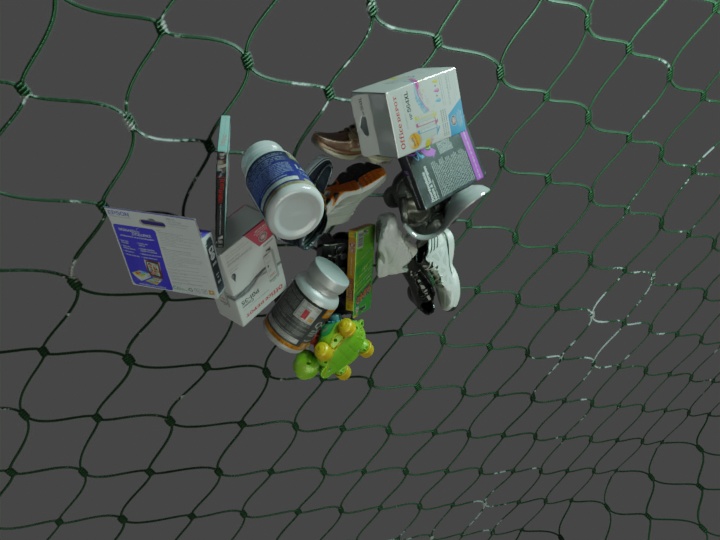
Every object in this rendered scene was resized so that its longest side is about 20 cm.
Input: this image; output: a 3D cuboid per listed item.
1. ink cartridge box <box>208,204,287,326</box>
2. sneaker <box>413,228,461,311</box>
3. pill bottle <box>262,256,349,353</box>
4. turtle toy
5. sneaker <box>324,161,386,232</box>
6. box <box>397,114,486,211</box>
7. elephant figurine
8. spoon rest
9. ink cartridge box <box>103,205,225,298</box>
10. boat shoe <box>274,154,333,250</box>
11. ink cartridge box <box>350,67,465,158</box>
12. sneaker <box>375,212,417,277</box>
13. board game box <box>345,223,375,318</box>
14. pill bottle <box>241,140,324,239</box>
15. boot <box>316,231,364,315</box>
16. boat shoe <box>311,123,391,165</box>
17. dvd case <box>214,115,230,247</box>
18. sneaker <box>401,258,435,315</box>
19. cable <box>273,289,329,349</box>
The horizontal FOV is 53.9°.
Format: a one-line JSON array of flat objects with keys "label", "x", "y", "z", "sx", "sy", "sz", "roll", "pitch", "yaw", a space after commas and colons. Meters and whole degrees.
[{"label": "ink cartridge box", "x": -0.241, "y": -0.009, "z": 1.470, "sx": 0.146, "sy": 0.082, "sz": 0.202, "roll": -43, "pitch": 141, "yaw": -32}, {"label": "sneaker", "x": 0.175, "y": 0.004, "z": 1.708, "sx": 0.114, "sy": 0.075, "sz": 0.205, "roll": -8, "pitch": 92, "yaw": -39}, {"label": "pill bottle", "x": -0.119, "y": 0.075, "z": 1.561, "sx": 0.115, "sy": 0.117, "sz": 0.201, "roll": 23, "pitch": 115, "yaw": -40}, {"label": "turtle toy", "x": -0.070, "y": 0.180, "z": 1.632, "sx": 0.200, "sy": 0.101, "sz": 0.146, "roll": -43, "pitch": 140, "yaw": -5}, {"label": "sneaker", "x": -0.028, "y": -0.156, "z": 1.529, "sx": 0.198, "sy": 0.076, "sz": 0.092, "roll": -29, "pitch": 142, "yaw": 3}, {"label": "box", "x": 0.173, "y": -0.232, "z": 1.515, "sx": 0.199, "sy": 0.036, "sz": 0.145, "roll": -30, "pitch": 103, "yaw": -33}, {"label": "elephant figurine", "x": 0.116, "y": -0.165, "z": 1.575, "sx": 0.198, "sy": 0.141, "sz": 0.158, "roll": 21, "pitch": 71, "yaw": -31}, {"label": "spoon rest", "x": 0.188, "y": -0.120, "z": 1.501, "sx": 0.198, "sy": 0.099, "sz": 0.061, "roll": -28, "pitch": 92, "yaw": 8}, {"label": "ink cartridge box", "x": -0.369, "y": -0.043, "z": 1.351, "sx": 0.195, "sy": 0.044, "sz": 0.202, "roll": 9, "pitch": 135, "yaw": 15}, {"label": "boat shoe", "x": -0.092, "y": -0.136, "z": 1.444, "sx": 0.202, "sy": 0.090, "sz": 0.071, "roll": -60, "pitch": 150, "yaw": -8}, {"label": "ink cartridge box", "x": 0.084, "y": -0.305, "z": 1.381, "sx": 0.198, "sy": 0.125, "sz": 0.131, "roll": -26, "pitch": 115, "yaw": -26}, {"label": "sneaker", "x": 0.083, "y": -0.064, "z": 1.632, "sx": 0.097, "sy": 0.079, "sz": 0.201, "roll": -3, "pitch": 145, "yaw": -1}, {"label": "board game box", "x": 0.000, "y": 0.000, "z": 1.614, "sx": 0.095, "sy": 0.030, "sz": 0.204, "roll": -24, "pitch": 118, "yaw": -60}, {"label": "pill bottle", "x": -0.155, "y": -0.159, "z": 1.352, "sx": 0.114, "sy": 0.201, "sz": 0.117, "roll": -17, "pitch": 134, "yaw": -18}, {"label": "boot", "x": -0.036, "y": 0.003, "z": 1.656, "sx": 0.163, "sy": 0.065, "sz": 0.203, "roll": -16, "pitch": 122, "yaw": -37}, {"label": "boat shoe", "x": -0.013, "y": -0.267, "z": 1.446, "sx": 0.198, "sy": 0.076, "sz": 0.073, "roll": 1, "pitch": 119, "yaw": -40}, {"label": "dvd case", "x": -0.258, "y": -0.166, "z": 1.326, "sx": 0.022, "sy": 0.147, "sz": 0.203, "roll": 2, "pitch": 125, "yaw": -9}, {"label": "sneaker", "x": 0.150, "y": 0.030, "z": 1.761, "sx": 0.075, "sy": 0.091, "sz": 0.201, "roll": -28, "pitch": 133, "yaw": -4}, {"label": "cable", "x": -0.128, "y": 0.112, "z": 1.687, "sx": 0.096, "sy": 0.051, "sz": 0.201, "roll": -29, "pitch": 136, "yaw": 1}]
